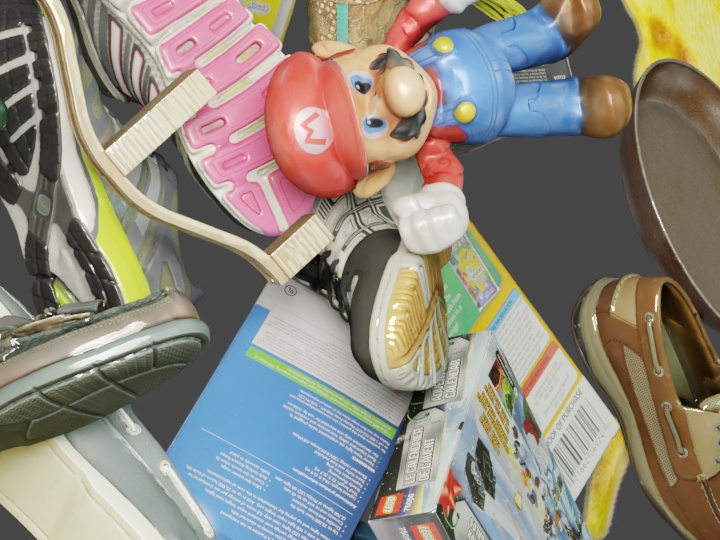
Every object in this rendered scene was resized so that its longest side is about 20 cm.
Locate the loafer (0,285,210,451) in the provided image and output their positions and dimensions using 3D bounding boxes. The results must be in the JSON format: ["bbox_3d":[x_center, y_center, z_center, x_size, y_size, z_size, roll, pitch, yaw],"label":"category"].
[{"bbox_3d":[-0.164,0.048,0.992,0.063,0.199,0.072,66,7,19],"label":"loafer"}]

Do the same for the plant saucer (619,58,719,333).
[{"bbox_3d":[0.223,-0.040,1.469,0.200,0.032,0.201,33,45,-40],"label":"plant saucer"}]

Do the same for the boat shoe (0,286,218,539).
[{"bbox_3d":[-0.137,0.078,1.058,0.200,0.073,0.062,51,33,17],"label":"boat shoe"}]

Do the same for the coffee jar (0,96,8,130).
[{"bbox_3d":[-0.251,-0.126,1.027,0.104,0.085,0.201,-37,104,-40],"label":"coffee jar"}]

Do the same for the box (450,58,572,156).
[{"bbox_3d":[0.015,-0.085,1.252,0.199,0.110,0.035,-8,82,-45],"label":"box"}]

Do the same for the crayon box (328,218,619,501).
[{"bbox_3d":[0.052,0.059,1.283,0.200,0.051,0.126,54,47,-18],"label":"crayon box"}]

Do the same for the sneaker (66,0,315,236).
[{"bbox_3d":[-0.090,-0.102,1.161,0.074,0.087,0.201,-33,87,-23],"label":"sneaker"}]

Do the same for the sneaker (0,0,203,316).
[{"bbox_3d":[-0.138,-0.053,1.132,0.081,0.074,0.201,-26,102,-52],"label":"sneaker"}]

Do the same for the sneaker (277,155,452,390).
[{"bbox_3d":[0.000,0.000,1.152,0.200,0.087,0.076,-82,166,-61],"label":"sneaker"}]

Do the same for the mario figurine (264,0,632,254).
[{"bbox_3d":[0.046,-0.086,1.100,0.199,0.106,0.124,-17,49,-30],"label":"mario figurine"}]

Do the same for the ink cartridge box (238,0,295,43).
[{"bbox_3d":[-0.039,-0.227,1.191,0.047,0.200,0.199,12,66,-9],"label":"ink cartridge box"}]

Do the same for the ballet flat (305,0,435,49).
[{"bbox_3d":[0.005,-0.138,1.261,0.200,0.070,0.066,-16,111,-75],"label":"ballet flat"}]

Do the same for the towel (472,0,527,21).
[{"bbox_3d":[0.024,-0.177,1.248,0.086,0.200,0.018,32,97,-27],"label":"towel"}]

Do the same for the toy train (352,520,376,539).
[{"bbox_3d":[0.037,0.214,1.205,0.199,0.084,0.116,30,45,-34],"label":"toy train"}]

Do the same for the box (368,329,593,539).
[{"bbox_3d":[0.074,0.151,1.156,0.201,0.040,0.137,63,29,-29],"label":"box"}]

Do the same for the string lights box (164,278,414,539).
[{"bbox_3d":[-0.048,0.107,1.138,0.102,0.059,0.201,30,53,1],"label":"string lights box"}]

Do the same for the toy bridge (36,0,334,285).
[{"bbox_3d":[-0.099,-0.069,1.081,0.067,0.027,0.200,-43,104,-13],"label":"toy bridge"}]

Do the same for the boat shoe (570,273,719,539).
[{"bbox_3d":[0.205,0.090,1.402,0.076,0.074,0.201,-44,108,-42],"label":"boat shoe"}]
